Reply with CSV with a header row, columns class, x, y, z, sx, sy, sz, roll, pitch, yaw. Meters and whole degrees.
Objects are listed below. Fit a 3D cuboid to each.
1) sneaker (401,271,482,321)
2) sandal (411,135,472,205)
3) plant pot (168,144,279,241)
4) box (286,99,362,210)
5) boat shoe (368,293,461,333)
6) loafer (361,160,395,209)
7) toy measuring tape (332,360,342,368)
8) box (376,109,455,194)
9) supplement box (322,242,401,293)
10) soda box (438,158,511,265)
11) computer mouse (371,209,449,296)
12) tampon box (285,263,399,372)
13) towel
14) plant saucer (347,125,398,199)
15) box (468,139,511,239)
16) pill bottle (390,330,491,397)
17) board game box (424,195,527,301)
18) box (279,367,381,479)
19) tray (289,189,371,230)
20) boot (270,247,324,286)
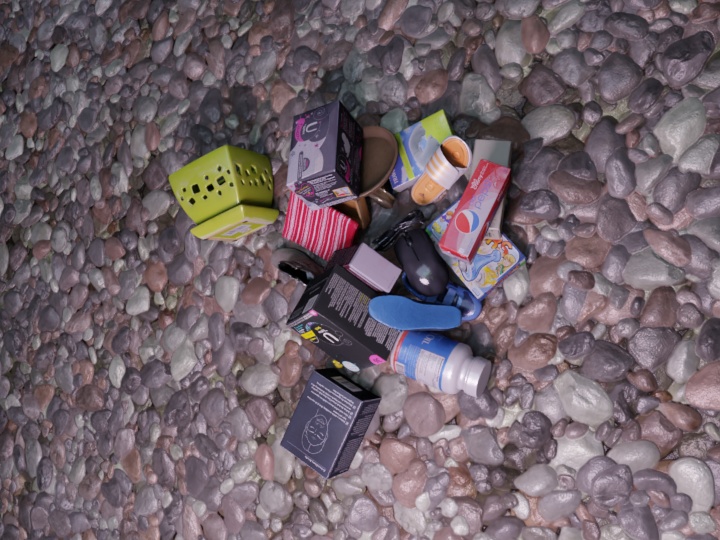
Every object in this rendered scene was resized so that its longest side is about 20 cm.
class,x,y,z,sx,sy,sz,roll,pitch,yaw
sneaker,0.172,0.052,1.445,0.199,0.082,0.074,27,96,24
sandal,0.170,-0.201,1.438,0.079,0.059,0.207,37,136,1
plant pot,-0.334,-0.183,1.671,0.199,0.199,0.183,-21,82,23
box,-0.081,-0.258,1.478,0.131,0.115,0.202,-13,57,25
boat shoe,0.112,0.101,1.392,0.198,0.069,0.085,13,80,-2
loafer,0.019,-0.222,1.550,0.067,0.076,0.200,-47,61,7
toy measuring tape,-0.040,0.131,1.553,0.073,0.073,0.202,9,89,27
box,0.128,-0.270,1.519,0.199,0.048,0.123,-24,77,23
supplement box,0.000,0.000,1.461,0.108,0.200,0.061,35,75,-16
soda box,0.233,-0.118,1.324,0.070,0.063,0.201,24,83,20
computer mouse,0.115,-0.033,1.417,0.138,0.053,0.201,-35,63,7
tampon box,-0.032,0.110,1.440,0.150,0.199,0.127,-31,26,56
towel,-0.099,-0.097,1.584,0.199,0.022,0.146,30,127,18
plant saucer,0.002,-0.243,1.511,0.198,0.029,0.202,-16,55,24
box,0.271,-0.173,1.399,0.081,0.068,0.202,8,76,17
pill bottle,0.174,0.198,1.413,0.199,0.112,0.113,18,93,26
board game box,0.244,-0.052,1.431,0.135,0.034,0.200,-41,68,4
box,-0.069,0.351,1.525,0.148,0.107,0.201,28,97,26
tray,-0.075,-0.164,1.585,0.198,0.099,0.037,16,57,27
boot,-0.162,-0.013,1.596,0.199,0.130,0.068,24,95,27
